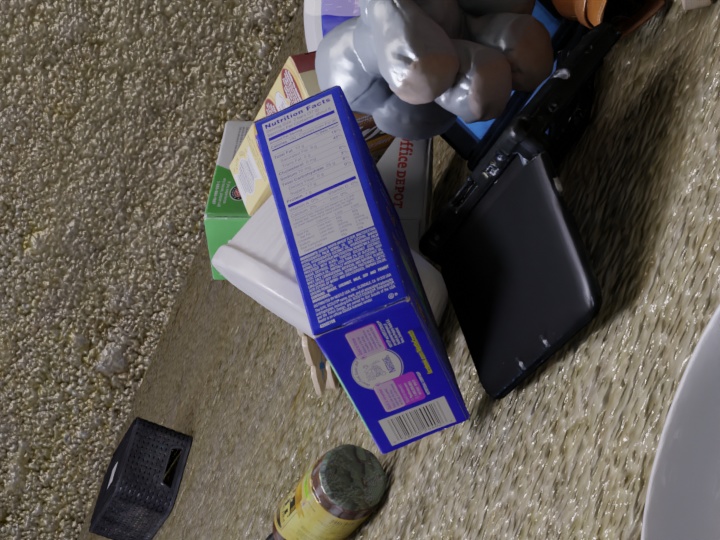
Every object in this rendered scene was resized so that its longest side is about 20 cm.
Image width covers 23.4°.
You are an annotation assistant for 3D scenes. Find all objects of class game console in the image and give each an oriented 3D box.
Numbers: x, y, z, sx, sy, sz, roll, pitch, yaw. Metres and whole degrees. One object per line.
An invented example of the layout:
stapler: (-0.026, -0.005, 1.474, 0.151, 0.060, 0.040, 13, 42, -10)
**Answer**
game console: (0.126, -0.037, 1.163, 0.176, 0.116, 0.200, -49, -2, -27)
game console: (0.094, -0.136, 1.364, 0.200, 0.116, 0.176, 123, 164, -49)

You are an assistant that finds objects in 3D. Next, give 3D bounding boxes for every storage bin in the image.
storage bin: (-0.341, 0.329, 2.672, 0.200, 0.093, 0.136, 128, 159, -55)

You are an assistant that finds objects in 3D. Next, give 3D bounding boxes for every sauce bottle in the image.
sauce bottle: (-0.040, 0.216, 1.508, 0.200, 0.064, 0.065, 127, 161, -53)

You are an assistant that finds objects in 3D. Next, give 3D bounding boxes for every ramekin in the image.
ramekin: (-0.017, 0.009, 1.458, 0.094, 0.202, 0.202, -57, 10, -7)

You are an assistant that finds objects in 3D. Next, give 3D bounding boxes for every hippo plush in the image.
hippo plush: (0.026, -0.153, 1.275, 0.161, 0.199, 0.160, 129, 157, -49)

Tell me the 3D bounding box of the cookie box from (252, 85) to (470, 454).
cookie box: (0.000, 0.000, 1.243, 0.171, 0.075, 0.201, 63, -172, -52)

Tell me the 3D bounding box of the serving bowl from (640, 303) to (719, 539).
serving bowl: (0.186, 0.074, 0.679, 0.200, 0.066, 0.201, -160, 90, -79)

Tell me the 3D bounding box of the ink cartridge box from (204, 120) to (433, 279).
ink cartridge box: (-0.033, -0.064, 1.610, 0.147, 0.199, 0.083, -81, -10, -48)

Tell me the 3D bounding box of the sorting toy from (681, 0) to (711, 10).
sorting toy: (0.158, -0.293, 1.083, 0.200, 0.069, 0.199, 66, -166, -54)

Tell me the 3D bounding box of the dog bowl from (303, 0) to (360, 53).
dog bowl: (0.041, -0.226, 1.559, 0.079, 0.200, 0.201, 2, 67, 39)

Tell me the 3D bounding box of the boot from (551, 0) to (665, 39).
boot: (0.198, -0.263, 1.218, 0.200, 0.077, 0.155, -53, 23, 14)

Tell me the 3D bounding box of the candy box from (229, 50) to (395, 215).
candy box: (-0.027, -0.121, 1.453, 0.055, 0.115, 0.200, 66, 154, 14)

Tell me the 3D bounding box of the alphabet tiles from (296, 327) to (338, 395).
alphabet tiles: (-0.045, 0.019, 1.731, 0.196, 0.015, 0.201, -82, -18, -48)
